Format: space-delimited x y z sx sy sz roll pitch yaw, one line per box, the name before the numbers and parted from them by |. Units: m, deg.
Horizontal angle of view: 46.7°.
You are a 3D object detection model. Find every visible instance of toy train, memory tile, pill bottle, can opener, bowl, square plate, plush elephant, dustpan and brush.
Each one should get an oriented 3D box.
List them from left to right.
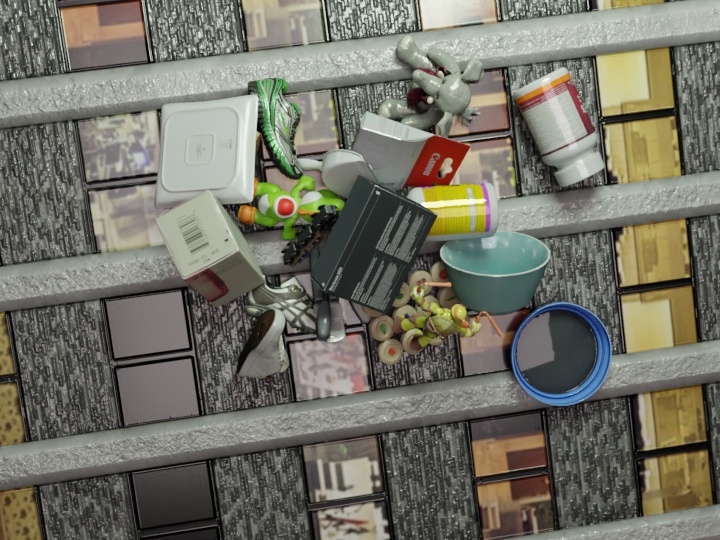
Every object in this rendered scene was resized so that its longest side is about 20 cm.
square plate | -0.282 -0.216 1.495 0.197 0.028 0.202 -2 79 18
toy train | -0.091 -0.062 1.514 0.046 0.200 0.034 -4 65 -33
can opener | -0.062 0.041 1.528 0.052 0.067 0.201 -4 57 -7
dustpan and brush | -0.045 -0.179 1.518 0.199 0.140 0.058 3 61 28
memory tile | 0.107 0.081 1.577 0.199 0.017 0.154 -23 106 -17
plush elephant | 0.140 -0.325 1.513 0.199 0.155 0.166 24 92 -5
pill bottle | 0.151 -0.106 1.556 0.198 0.104 0.105 -5 94 -5
bowl | 0.247 0.011 1.544 0.199 0.201 0.106 -5 117 -4
bowl | 0.388 0.161 1.626 0.199 0.039 0.202 0 94 -5
pill bottle | 0.375 -0.266 1.560 0.109 0.110 0.201 -27 96 -2

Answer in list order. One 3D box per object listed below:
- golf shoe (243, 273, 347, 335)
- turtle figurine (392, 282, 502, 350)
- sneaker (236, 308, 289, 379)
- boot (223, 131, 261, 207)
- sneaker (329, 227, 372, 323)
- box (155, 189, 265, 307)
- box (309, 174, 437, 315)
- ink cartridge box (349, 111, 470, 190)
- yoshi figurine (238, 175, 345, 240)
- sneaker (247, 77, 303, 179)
golf shoe | -0.114 0.065 1.561 0.199 0.078 0.095 15 92 -7
turtle figurine | 0.145 0.098 1.500 0.199 0.161 0.065 29 54 -27
sneaker | -0.160 0.136 1.527 0.084 0.200 0.073 16 52 -16
boot | -0.265 -0.189 1.528 0.107 0.075 0.200 38 99 1
sneaker | 0.000 0.000 1.569 0.080 0.070 0.202 -15 94 -6
box | -0.260 -0.033 1.466 0.108 0.200 0.128 -28 72 -2
box | 0.022 -0.043 1.451 0.141 0.079 0.201 22 100 -32
ink cartridge box | 0.078 -0.195 1.517 0.199 0.163 0.057 21 58 -3
yoshi figurine | -0.120 -0.120 1.553 0.198 0.113 0.112 8 53 9
sneaker | -0.141 -0.263 1.526 0.085 0.078 0.201 -18 85 -7
